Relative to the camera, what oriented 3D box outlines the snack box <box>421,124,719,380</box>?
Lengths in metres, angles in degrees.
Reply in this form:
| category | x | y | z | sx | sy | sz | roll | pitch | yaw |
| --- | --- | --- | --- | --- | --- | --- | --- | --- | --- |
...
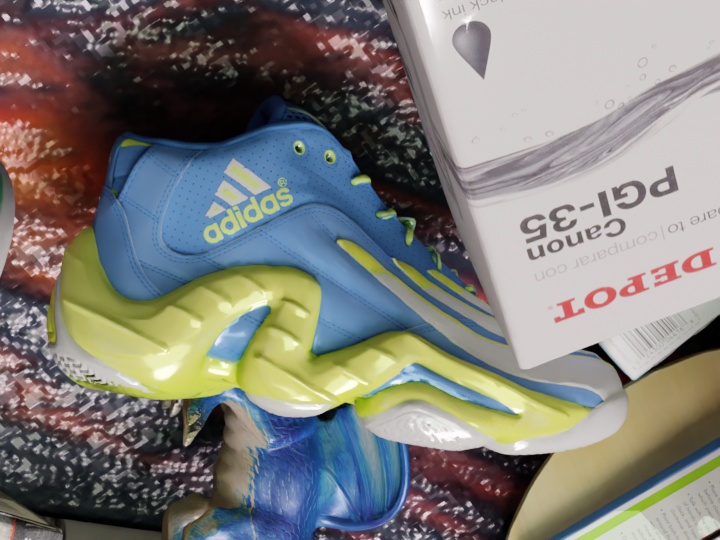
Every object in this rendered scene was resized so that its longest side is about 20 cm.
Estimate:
| category | x | y | z | sx | sy | sz | roll | pitch | yaw |
| --- | --- | --- | --- | --- | --- | --- | --- | --- | --- |
| snack box | 0.133 | -0.068 | 0.921 | 0.200 | 0.037 | 0.116 | -39 | 110 | 12 |

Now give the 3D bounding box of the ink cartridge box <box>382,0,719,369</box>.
| category | x | y | z | sx | sy | sz | roll | pitch | yaw |
| --- | --- | --- | --- | --- | --- | --- | --- | --- | --- |
| ink cartridge box | 0.083 | -0.084 | 0.808 | 0.146 | 0.083 | 0.201 | -20 | 132 | 0 |

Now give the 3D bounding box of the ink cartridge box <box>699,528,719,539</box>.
| category | x | y | z | sx | sy | sz | roll | pitch | yaw |
| --- | --- | --- | --- | --- | --- | --- | --- | --- | --- |
| ink cartridge box | 0.205 | 0.070 | 0.876 | 0.200 | 0.050 | 0.109 | -35 | 110 | 27 |

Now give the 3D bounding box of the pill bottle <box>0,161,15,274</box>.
| category | x | y | z | sx | sy | sz | roll | pitch | yaw |
| --- | --- | --- | --- | --- | --- | --- | --- | --- | --- |
| pill bottle | -0.207 | -0.046 | 0.806 | 0.113 | 0.113 | 0.200 | -38 | 125 | 12 |

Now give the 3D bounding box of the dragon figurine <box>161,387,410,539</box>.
| category | x | y | z | sx | sy | sz | roll | pitch | yaw |
| --- | --- | --- | --- | --- | --- | --- | --- | --- | --- |
| dragon figurine | -0.018 | 0.062 | 0.961 | 0.099 | 0.059 | 0.202 | -1 | 95 | -14 |

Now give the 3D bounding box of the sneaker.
| category | x | y | z | sx | sy | sz | roll | pitch | yaw |
| --- | --- | --- | --- | --- | --- | --- | --- | --- | --- |
| sneaker | 0.000 | 0.000 | 0.891 | 0.199 | 0.076 | 0.106 | 9 | 91 | -15 |

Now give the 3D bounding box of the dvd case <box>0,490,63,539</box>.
| category | x | y | z | sx | sy | sz | roll | pitch | yaw |
| --- | --- | --- | --- | --- | --- | --- | --- | --- | --- |
| dvd case | -0.209 | 0.055 | 0.863 | 0.199 | 0.146 | 0.022 | 16 | 90 | -26 |

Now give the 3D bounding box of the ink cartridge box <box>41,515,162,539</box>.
| category | x | y | z | sx | sy | sz | roll | pitch | yaw |
| --- | --- | --- | --- | --- | --- | --- | --- | --- | --- |
| ink cartridge box | -0.129 | 0.158 | 0.951 | 0.199 | 0.145 | 0.084 | 10 | 120 | -22 |

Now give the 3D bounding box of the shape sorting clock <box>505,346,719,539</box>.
| category | x | y | z | sx | sy | sz | roll | pitch | yaw |
| --- | --- | --- | --- | --- | --- | --- | --- | --- | --- |
| shape sorting clock | 0.146 | 0.125 | 0.970 | 0.198 | 0.039 | 0.202 | 0 | 98 | 1 |
